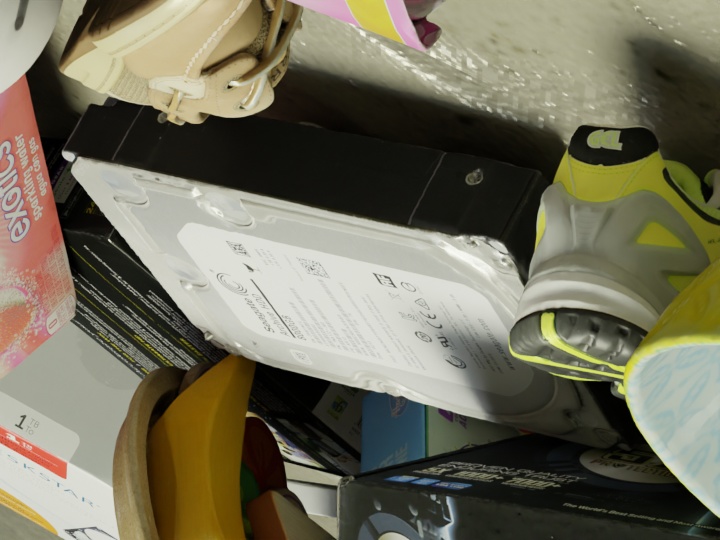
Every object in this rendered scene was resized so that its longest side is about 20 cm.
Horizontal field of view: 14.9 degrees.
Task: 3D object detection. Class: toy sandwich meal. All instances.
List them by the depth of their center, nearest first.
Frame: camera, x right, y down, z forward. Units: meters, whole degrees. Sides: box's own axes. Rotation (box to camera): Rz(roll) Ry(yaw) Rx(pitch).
[{"bbox_3d":[-0.030,0.124,1.124,0.070,0.206,0.205,-23,138,16],"label":"toy sandwich meal"}]

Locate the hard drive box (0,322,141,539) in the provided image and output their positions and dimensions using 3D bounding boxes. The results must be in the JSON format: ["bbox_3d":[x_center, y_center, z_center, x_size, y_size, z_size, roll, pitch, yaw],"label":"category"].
[{"bbox_3d":[-0.143,0.096,1.508,0.156,0.077,0.200,29,162,4],"label":"hard drive box"}]

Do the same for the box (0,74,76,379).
[{"bbox_3d":[-0.190,-0.039,1.097,0.103,0.095,0.200,33,151,25],"label":"box"}]

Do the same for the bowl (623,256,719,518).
[{"bbox_3d":[0.185,0.031,0.763,0.200,0.108,0.200,27,162,9],"label":"bowl"}]

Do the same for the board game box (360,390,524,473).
[{"bbox_3d":[0.086,0.143,1.141,0.200,0.153,0.040,35,124,-25],"label":"board game box"}]

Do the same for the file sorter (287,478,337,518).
[{"bbox_3d":[0.016,0.167,1.294,0.138,0.125,0.200,12,175,-34],"label":"file sorter"}]

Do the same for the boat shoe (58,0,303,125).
[{"bbox_3d":[-0.048,-0.087,0.894,0.064,0.071,0.200,29,173,-10],"label":"boat shoe"}]

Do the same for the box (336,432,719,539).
[{"bbox_3d":[0.116,0.114,0.969,0.200,0.086,0.164,6,-172,36],"label":"box"}]

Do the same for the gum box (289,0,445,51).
[{"bbox_3d":[-0.033,-0.143,0.707,0.113,0.066,0.200,24,162,23],"label":"gum box"}]

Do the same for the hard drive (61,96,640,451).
[{"bbox_3d":[0.000,0.000,1.015,0.200,0.038,0.140,14,153,34],"label":"hard drive"}]

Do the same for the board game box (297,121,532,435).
[{"bbox_3d":[0.032,0.011,1.088,0.200,0.030,0.095,39,160,-18],"label":"board game box"}]

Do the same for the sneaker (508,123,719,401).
[{"bbox_3d":[0.111,0.007,0.890,0.075,0.077,0.200,6,172,23],"label":"sneaker"}]

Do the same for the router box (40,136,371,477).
[{"bbox_3d":[-0.072,0.018,1.224,0.200,0.051,0.149,42,160,-32],"label":"router box"}]

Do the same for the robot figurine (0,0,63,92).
[{"bbox_3d":[-0.195,-0.098,0.920,0.199,0.125,0.150,-12,126,25],"label":"robot figurine"}]
